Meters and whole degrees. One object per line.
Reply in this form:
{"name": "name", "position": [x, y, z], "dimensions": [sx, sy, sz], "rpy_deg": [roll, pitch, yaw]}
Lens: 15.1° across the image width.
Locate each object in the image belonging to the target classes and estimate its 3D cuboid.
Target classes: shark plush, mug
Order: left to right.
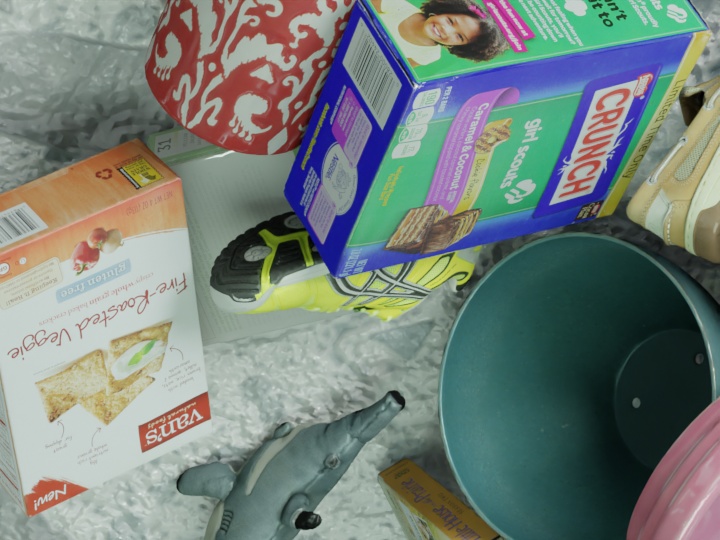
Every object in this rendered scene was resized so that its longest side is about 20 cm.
{"name": "shark plush", "position": [-0.033, 0.151, 1.801], "dimensions": [0.200, 0.083, 0.091], "rpy_deg": [-32, 122, 21]}
{"name": "mug", "position": [-0.020, -0.159, 1.523], "dimensions": [0.177, 0.133, 0.200], "rpy_deg": [34, 127, 4]}

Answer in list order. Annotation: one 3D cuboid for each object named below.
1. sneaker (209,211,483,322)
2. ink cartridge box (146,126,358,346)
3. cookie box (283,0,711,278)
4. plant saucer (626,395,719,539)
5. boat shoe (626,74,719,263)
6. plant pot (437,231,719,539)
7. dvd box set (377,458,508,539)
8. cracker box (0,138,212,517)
{"name": "sneaker", "position": [0.000, 0.000, 1.635], "dimensions": [0.200, 0.075, 0.077], "rpy_deg": [-17, 119, -31]}
{"name": "ink cartridge box", "position": [-0.109, -0.017, 1.691], "dimensions": [0.199, 0.048, 0.146], "rpy_deg": [-13, 127, 10]}
{"name": "cookie box", "position": [0.076, -0.090, 1.551], "dimensions": [0.200, 0.075, 0.171], "rpy_deg": [-14, 148, -28]}
{"name": "plant saucer", "position": [0.225, 0.130, 1.592], "dimensions": [0.200, 0.051, 0.201], "rpy_deg": [-34, 147, -25]}
{"name": "boat shoe", "position": [0.219, -0.093, 1.577], "dimensions": [0.076, 0.200, 0.072], "rpy_deg": [21, 142, 27]}
{"name": "plant pot", "position": [0.168, 0.081, 1.707], "dimensions": [0.200, 0.200, 0.135], "rpy_deg": [-43, 153, 27]}
{"name": "dvd box set", "position": [0.085, 0.215, 1.773], "dimensions": [0.029, 0.200, 0.147], "rpy_deg": [-31, 112, -11]}
{"name": "cracker box", "position": [-0.166, 0.036, 1.629], "dimensions": [0.134, 0.058, 0.200], "rpy_deg": [-25, 133, -23]}
